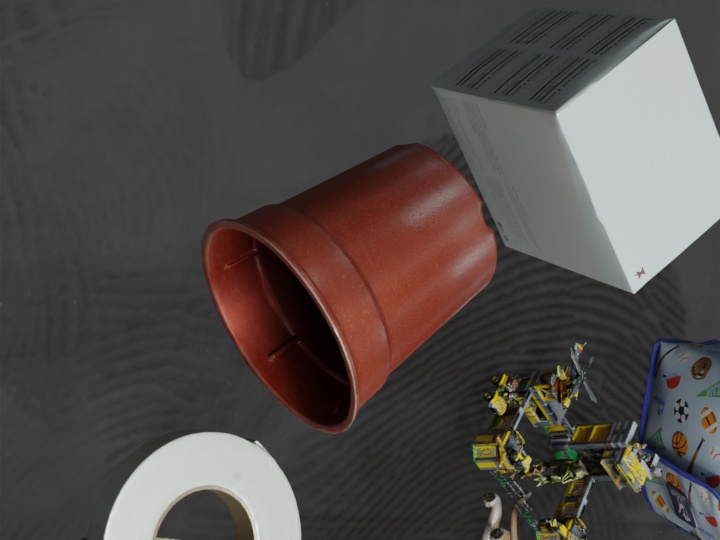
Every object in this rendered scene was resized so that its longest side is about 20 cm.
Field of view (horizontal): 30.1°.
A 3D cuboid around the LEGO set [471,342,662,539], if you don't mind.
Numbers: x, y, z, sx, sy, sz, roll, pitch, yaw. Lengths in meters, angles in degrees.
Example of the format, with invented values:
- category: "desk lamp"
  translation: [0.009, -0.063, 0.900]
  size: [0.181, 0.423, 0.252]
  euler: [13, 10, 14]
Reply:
- category: "LEGO set"
  translation: [0.213, 0.185, 1.320]
  size: [0.154, 0.115, 0.201]
  euler: [-49, 118, -40]

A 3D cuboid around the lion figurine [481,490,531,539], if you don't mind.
- category: "lion figurine"
  translation: [0.117, 0.323, 1.350]
  size: [0.199, 0.072, 0.124]
  euler: [-37, 125, -22]

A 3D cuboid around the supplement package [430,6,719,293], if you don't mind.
- category: "supplement package"
  translation: [0.202, -0.117, 1.214]
  size: [0.147, 0.199, 0.193]
  euler: [-37, 118, -16]

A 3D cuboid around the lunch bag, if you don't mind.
- category: "lunch bag"
  translation: [0.376, 0.189, 1.406]
  size: [0.122, 0.170, 0.203]
  euler: [3, 101, -27]

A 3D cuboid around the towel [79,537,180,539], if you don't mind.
- category: "towel"
  translation: [-0.206, 0.333, 1.186]
  size: [0.147, 0.036, 0.203]
  euler: [6, 99, -30]

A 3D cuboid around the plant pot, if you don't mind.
- category: "plant pot"
  translation: [0.000, 0.000, 1.143]
  size: [0.194, 0.200, 0.203]
  euler: [-34, 117, -28]

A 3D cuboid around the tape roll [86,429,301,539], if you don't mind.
- category: "tape roll"
  translation: [-0.143, 0.240, 1.171]
  size: [0.201, 0.037, 0.206]
  euler: [2, 86, -36]
